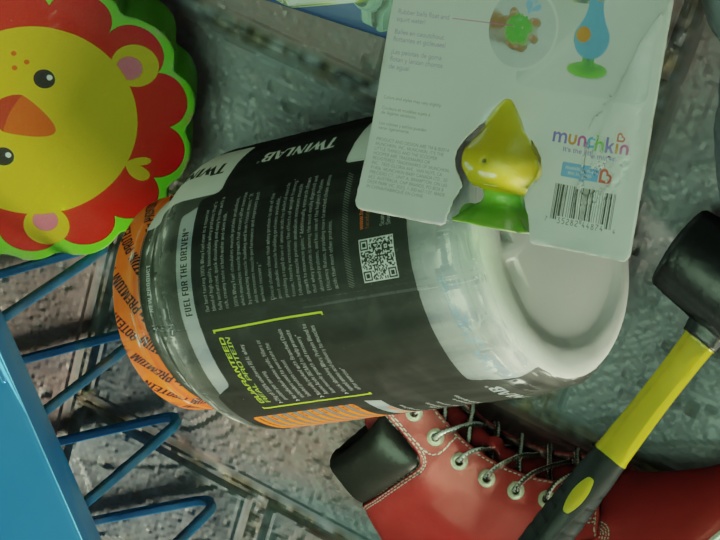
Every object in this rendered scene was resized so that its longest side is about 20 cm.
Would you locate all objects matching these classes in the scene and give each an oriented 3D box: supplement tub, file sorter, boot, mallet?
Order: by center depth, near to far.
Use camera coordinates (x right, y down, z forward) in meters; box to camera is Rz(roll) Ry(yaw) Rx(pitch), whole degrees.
[{"bbox_3d":[0.098,0.063,0.846,0.200,0.041,0.066,-46,77,4],"label":"mallet"},{"bbox_3d":[0.000,0.000,0.862,0.199,0.122,0.123,-10,107,37],"label":"supplement tub"},{"bbox_3d":[0.079,0.087,0.899,0.199,0.072,0.145,-27,96,37],"label":"boot"},{"bbox_3d":[-0.158,0.103,0.994,0.138,0.123,0.201,-14,105,31],"label":"file sorter"}]

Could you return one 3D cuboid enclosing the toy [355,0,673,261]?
[{"bbox_3d":[0.070,-0.110,0.741,0.115,0.047,0.201,12,91,34],"label":"toy"}]

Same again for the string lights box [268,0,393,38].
[{"bbox_3d":[0.008,-0.151,0.819,0.199,0.059,0.103,18,119,7],"label":"string lights box"}]

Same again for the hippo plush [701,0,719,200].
[{"bbox_3d":[0.205,-0.081,0.731,0.160,0.200,0.160,-8,122,3],"label":"hippo plush"}]

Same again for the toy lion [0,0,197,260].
[{"bbox_3d":[-0.179,-0.064,0.932,0.191,0.069,0.200,29,119,-22],"label":"toy lion"}]
